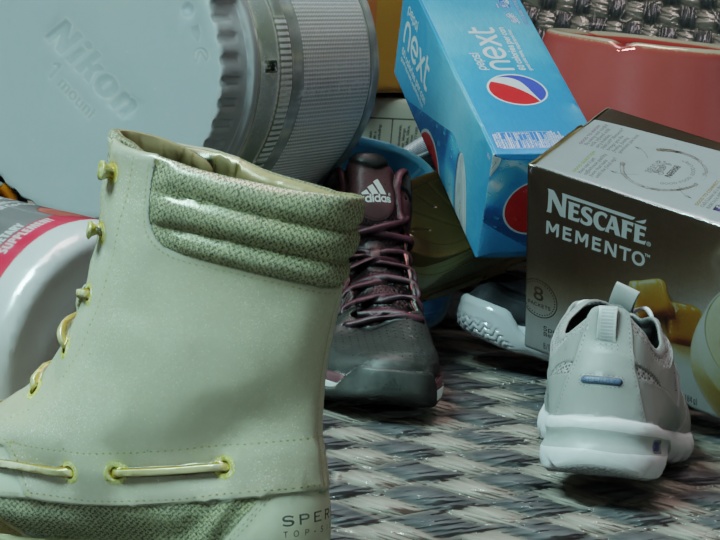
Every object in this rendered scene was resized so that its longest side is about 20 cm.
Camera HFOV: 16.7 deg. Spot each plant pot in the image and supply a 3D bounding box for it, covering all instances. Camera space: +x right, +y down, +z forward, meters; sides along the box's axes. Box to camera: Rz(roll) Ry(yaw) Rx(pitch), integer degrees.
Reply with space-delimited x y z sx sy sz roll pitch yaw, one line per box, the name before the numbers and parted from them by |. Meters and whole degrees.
plant pot | 0.182 -0.066 1.633 0.200 0.178 0.200 6 9 -1

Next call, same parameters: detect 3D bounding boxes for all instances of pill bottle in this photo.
pill bottle | -0.175 0.019 1.001 0.200 0.111 0.111 13 10 37

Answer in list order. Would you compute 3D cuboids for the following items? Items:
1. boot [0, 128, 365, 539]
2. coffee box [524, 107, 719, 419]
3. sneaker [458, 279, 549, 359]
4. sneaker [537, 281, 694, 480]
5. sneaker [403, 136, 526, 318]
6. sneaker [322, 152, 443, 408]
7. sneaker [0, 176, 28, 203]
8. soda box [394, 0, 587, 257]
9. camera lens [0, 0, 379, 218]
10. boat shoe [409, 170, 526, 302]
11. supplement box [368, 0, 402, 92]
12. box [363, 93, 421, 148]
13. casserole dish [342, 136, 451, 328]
boot | -0.095 0.027 0.853 0.199 0.155 0.072 10 9 23
coffee box | 0.185 0.007 1.215 0.200 0.115 0.080 21 38 29
sneaker | 0.149 -0.007 1.372 0.199 0.114 0.075 3 9 -23
sneaker | 0.123 0.046 1.130 0.074 0.082 0.200 7 3 4
sneaker | 0.080 -0.028 1.492 0.199 0.114 0.075 3 3 -14
sneaker | 0.000 0.000 1.249 0.075 0.116 0.200 5 8 -11
sneaker | -0.192 -0.023 1.225 0.074 0.079 0.200 27 19 -19
soda box | 0.073 -0.089 1.366 0.064 0.068 0.200 -1 35 -13
camera lens | -0.092 -0.104 1.244 0.159 0.161 0.200 10 10 21
boat shoe | 0.077 -0.028 1.410 0.073 0.063 0.200 45 43 19
supplement box | 0.021 -0.147 1.557 0.069 0.067 0.200 8 7 32
box | -0.041 -0.052 1.535 0.200 0.128 0.109 0 10 -41
casserole dish | -0.034 -0.021 1.393 0.199 0.122 0.039 9 -26 -27
